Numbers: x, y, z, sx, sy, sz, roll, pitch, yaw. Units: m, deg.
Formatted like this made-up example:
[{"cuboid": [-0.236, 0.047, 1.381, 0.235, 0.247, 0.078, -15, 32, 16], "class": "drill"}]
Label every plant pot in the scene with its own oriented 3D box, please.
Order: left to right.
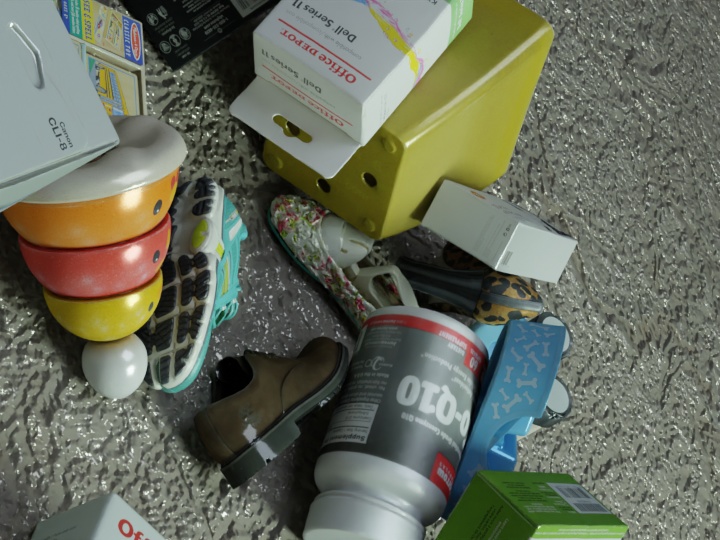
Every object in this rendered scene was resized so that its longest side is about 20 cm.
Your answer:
[{"cuboid": [0.023, -0.150, 1.541, 0.199, 0.201, 0.176, 34, 54, 14], "class": "plant pot"}]

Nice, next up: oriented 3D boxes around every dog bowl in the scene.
[{"cuboid": [0.117, 0.132, 1.481, 0.049, 0.202, 0.112, 20, 15, 0], "class": "dog bowl"}]

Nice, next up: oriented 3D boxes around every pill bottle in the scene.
[{"cuboid": [0.028, 0.141, 1.440, 0.114, 0.113, 0.202, 38, 58, -34], "class": "pill bottle"}]

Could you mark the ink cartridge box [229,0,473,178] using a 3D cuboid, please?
[{"cuboid": [-0.008, -0.186, 1.422, 0.117, 0.067, 0.200, 33, 68, 13], "class": "ink cartridge box"}]

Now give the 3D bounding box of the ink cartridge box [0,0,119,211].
[{"cuboid": [-0.287, -0.093, 1.110, 0.144, 0.199, 0.146, -31, 95, -56], "class": "ink cartridge box"}]

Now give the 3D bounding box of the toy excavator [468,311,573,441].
[{"cuboid": [0.091, 0.111, 1.609, 0.199, 0.100, 0.196, 23, 53, -28], "class": "toy excavator"}]

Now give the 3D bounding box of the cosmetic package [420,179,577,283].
[{"cuboid": [0.130, -0.034, 1.593, 0.082, 0.051, 0.200, 29, 7, 20], "class": "cosmetic package"}]

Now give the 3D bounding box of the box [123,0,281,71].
[{"cuboid": [-0.106, -0.291, 1.520, 0.125, 0.148, 0.200, 54, 36, -14], "class": "box"}]

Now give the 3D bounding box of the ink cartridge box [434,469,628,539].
[{"cuboid": [0.109, 0.266, 1.424, 0.076, 0.201, 0.147, 40, 18, 35], "class": "ink cartridge box"}]

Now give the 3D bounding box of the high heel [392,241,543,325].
[{"cuboid": [0.130, 0.018, 1.647, 0.200, 0.141, 0.072, -5, 109, -64], "class": "high heel"}]

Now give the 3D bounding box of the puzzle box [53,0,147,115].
[{"cuboid": [-0.222, -0.128, 1.374, 0.132, 0.025, 0.202, 21, 54, -47], "class": "puzzle box"}]

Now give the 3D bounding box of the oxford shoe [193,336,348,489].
[{"cuboid": [-0.069, 0.090, 1.410, 0.085, 0.073, 0.200, 50, 30, -1], "class": "oxford shoe"}]

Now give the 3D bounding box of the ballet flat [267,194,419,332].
[{"cuboid": [0.000, 0.000, 1.562, 0.200, 0.064, 0.076, 49, 35, -22], "class": "ballet flat"}]

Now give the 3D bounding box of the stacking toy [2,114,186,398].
[{"cuboid": [-0.187, -0.002, 1.267, 0.146, 0.145, 0.202, -43, 133, -54], "class": "stacking toy"}]

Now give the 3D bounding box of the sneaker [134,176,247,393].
[{"cuboid": [-0.124, 0.016, 1.381, 0.080, 0.077, 0.201, 49, 37, -37], "class": "sneaker"}]

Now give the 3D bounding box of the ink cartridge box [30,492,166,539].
[{"cuboid": [-0.172, 0.271, 1.148, 0.147, 0.083, 0.201, 47, 38, -26], "class": "ink cartridge box"}]
